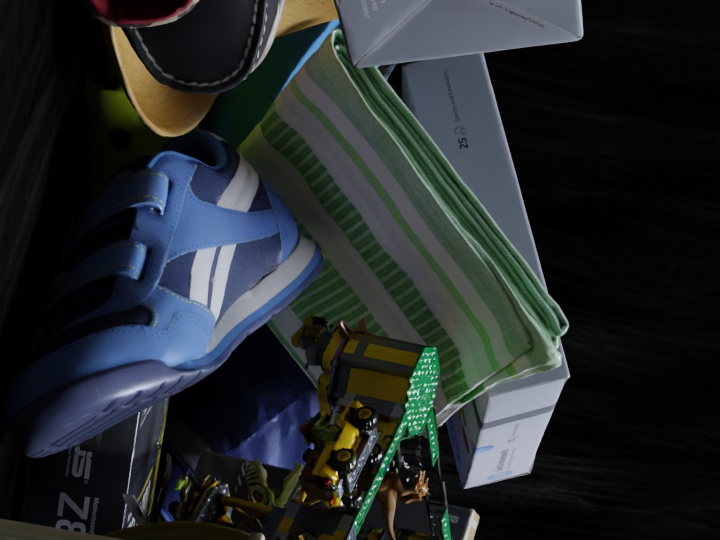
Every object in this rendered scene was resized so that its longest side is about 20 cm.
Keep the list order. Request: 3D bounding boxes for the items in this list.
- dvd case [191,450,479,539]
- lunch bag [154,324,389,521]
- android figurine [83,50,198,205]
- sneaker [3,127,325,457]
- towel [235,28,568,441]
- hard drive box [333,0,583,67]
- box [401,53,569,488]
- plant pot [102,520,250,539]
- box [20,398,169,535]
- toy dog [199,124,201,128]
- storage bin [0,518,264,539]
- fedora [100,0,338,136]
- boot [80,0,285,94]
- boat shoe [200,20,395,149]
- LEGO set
[{"bbox_3d":[-0.042,0.190,0.949,0.016,0.148,0.201,52,52,-57],"label":"dvd case"},{"bbox_3d":[-0.062,0.116,1.109,0.136,0.132,0.200,56,-6,-18],"label":"lunch bag"},{"bbox_3d":[-0.093,-0.092,0.911,0.183,0.041,0.201,-87,-176,-53],"label":"android figurine"},{"bbox_3d":[-0.085,0.006,0.778,0.083,0.074,0.200,60,26,-8],"label":"sneaker"},{"bbox_3d":[0.000,0.000,0.858,0.023,0.153,0.200,-37,179,-26],"label":"towel"},{"bbox_3d":[0.019,-0.190,0.630,0.156,0.076,0.201,75,11,-51],"label":"hard drive box"},{"bbox_3d":[0.053,0.006,0.974,0.200,0.041,0.157,87,-10,-74],"label":"box"},{"bbox_3d":[-0.056,0.168,0.672,0.201,0.198,0.143,-85,171,-55],"label":"plant pot"},{"bbox_3d":[-0.120,0.108,0.916,0.200,0.049,0.163,-97,-166,-84],"label":"box"},{"bbox_3d":[-0.092,-0.085,1.087,0.132,0.096,0.201,133,-20,-79],"label":"toy dog"},{"bbox_3d":[-0.086,0.166,0.475,0.199,0.093,0.202,109,-11,-72],"label":"storage bin"},{"bbox_3d":[-0.040,-0.144,0.755,0.201,0.081,0.203,5,90,-79],"label":"fedora"},{"bbox_3d":[-0.056,-0.113,0.582,0.151,0.072,0.201,-86,180,-55],"label":"boot"},{"bbox_3d":[-0.010,-0.096,0.890,0.200,0.068,0.085,-30,-115,59],"label":"boat shoe"},{"bbox_3d":[-0.036,0.113,0.850,0.201,0.115,0.155,76,32,-51],"label":"LEGO set"}]
